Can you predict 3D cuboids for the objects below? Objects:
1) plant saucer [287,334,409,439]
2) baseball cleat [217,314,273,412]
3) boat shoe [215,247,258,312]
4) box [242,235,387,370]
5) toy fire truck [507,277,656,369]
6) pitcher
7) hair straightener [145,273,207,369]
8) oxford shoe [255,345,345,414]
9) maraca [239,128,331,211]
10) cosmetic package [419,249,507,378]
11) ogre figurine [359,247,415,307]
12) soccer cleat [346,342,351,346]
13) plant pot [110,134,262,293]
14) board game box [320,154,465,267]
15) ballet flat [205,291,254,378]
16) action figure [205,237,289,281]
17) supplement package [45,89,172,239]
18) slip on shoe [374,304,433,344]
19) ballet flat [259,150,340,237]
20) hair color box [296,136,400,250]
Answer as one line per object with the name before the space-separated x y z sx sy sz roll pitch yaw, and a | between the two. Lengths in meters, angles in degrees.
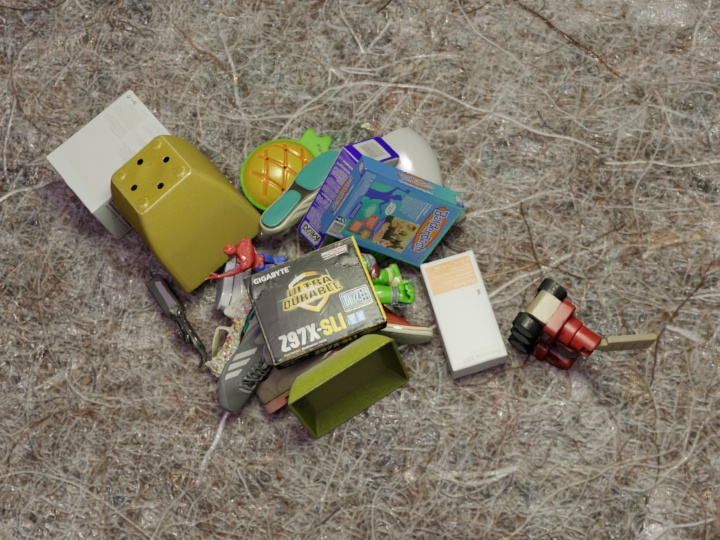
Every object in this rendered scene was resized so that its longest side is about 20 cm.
plant saucer | -0.024 0.186 1.565 0.199 0.200 0.048 -32 62 -5
baseball cleat | -0.178 0.159 1.584 0.106 0.070 0.201 26 95 51
boat shoe | -0.219 -0.012 1.719 0.065 0.074 0.201 15 69 -17
box | -0.075 0.053 1.535 0.199 0.049 0.160 -21 74 -4
toy fire truck | 0.367 0.111 1.555 0.200 0.176 0.129 36 79 15
pitcher | 0.076 -0.143 1.705 0.171 0.121 0.201 -28 83 9
hair straightener | -0.334 0.091 1.687 0.041 0.077 0.200 -30 73 0
oxford shoe | -0.111 0.169 1.601 0.200 0.071 0.074 -40 85 22
maraca | -0.130 -0.186 1.740 0.200 0.107 0.137 -28 89 -17
cosmetic package | 0.180 0.077 1.640 0.101 0.071 0.201 -17 72 0
ogre figurine | 0.000 0.000 1.638 0.119 0.098 0.200 -9 58 -28
soccer cleat | -0.098 0.141 1.652 0.199 0.070 0.087 -3 113 21
plant pot | -0.322 -0.122 1.637 0.195 0.200 0.194 -41 59 -5
board game box | 0.054 -0.097 1.591 0.199 0.152 0.045 19 37 -25
ballet flat | -0.221 0.102 1.646 0.064 0.076 0.201 25 98 8
action figure | -0.198 -0.007 1.651 0.099 0.200 0.066 -12 70 23
supplement package | -0.443 -0.196 1.750 0.200 0.151 0.152 -41 74 -8
slip on shoe | 0.035 0.085 1.656 0.199 0.074 0.061 13 71 15
ballet flat | -0.101 -0.133 1.677 0.200 0.070 0.069 -44 73 -11
hair color box | -0.022 -0.135 1.653 0.065 0.200 0.109 46 39 16
